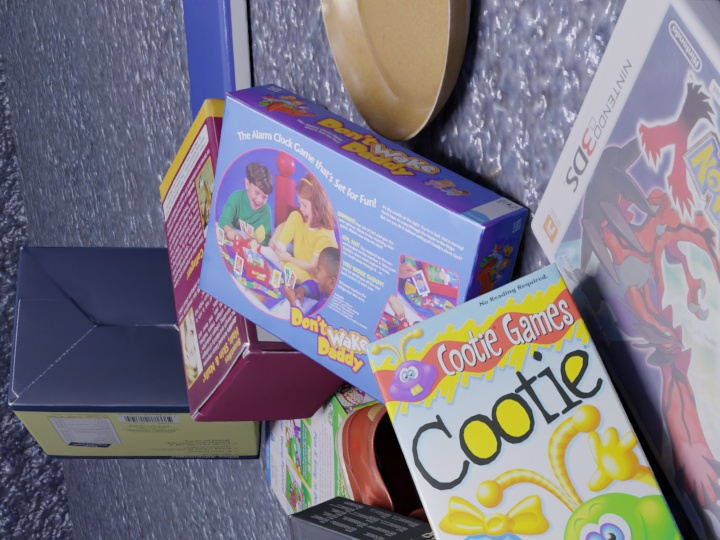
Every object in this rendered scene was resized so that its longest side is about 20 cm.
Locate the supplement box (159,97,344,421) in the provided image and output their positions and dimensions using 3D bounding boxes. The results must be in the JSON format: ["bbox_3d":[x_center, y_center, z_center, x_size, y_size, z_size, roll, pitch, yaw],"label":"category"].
[{"bbox_3d":[-0.073,-0.006,0.979,0.131,0.102,0.202,-48,47,53],"label":"supplement box"}]

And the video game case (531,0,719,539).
[{"bbox_3d":[0.145,-0.002,0.573,0.183,0.023,0.201,106,146,-51],"label":"video game case"}]

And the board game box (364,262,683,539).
[{"bbox_3d":[0.089,0.119,0.626,0.103,0.104,0.202,59,-171,-65],"label":"board game box"}]

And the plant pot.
[{"bbox_3d":[0.019,-0.180,0.805,0.200,0.027,0.203,168,90,-69],"label":"plant pot"}]

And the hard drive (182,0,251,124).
[{"bbox_3d":[-0.128,-0.176,1.201,0.132,0.025,0.202,-134,38,-56],"label":"hard drive"}]

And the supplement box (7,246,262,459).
[{"bbox_3d":[-0.183,0.077,1.148,0.200,0.197,0.136,99,171,-70],"label":"supplement box"}]

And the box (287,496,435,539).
[{"bbox_3d":[0.038,0.235,0.805,0.199,0.043,0.162,5,106,54],"label":"box"}]

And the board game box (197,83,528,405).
[{"bbox_3d":[-0.006,-0.011,0.793,0.199,0.045,0.136,30,122,31],"label":"board game box"}]

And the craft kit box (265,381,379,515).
[{"bbox_3d":[-0.028,0.145,1.086,0.198,0.048,0.202,-126,31,-53],"label":"craft kit box"}]

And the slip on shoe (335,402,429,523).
[{"bbox_3d":[0.039,0.180,0.895,0.061,0.073,0.202,-44,59,49],"label":"slip on shoe"}]
